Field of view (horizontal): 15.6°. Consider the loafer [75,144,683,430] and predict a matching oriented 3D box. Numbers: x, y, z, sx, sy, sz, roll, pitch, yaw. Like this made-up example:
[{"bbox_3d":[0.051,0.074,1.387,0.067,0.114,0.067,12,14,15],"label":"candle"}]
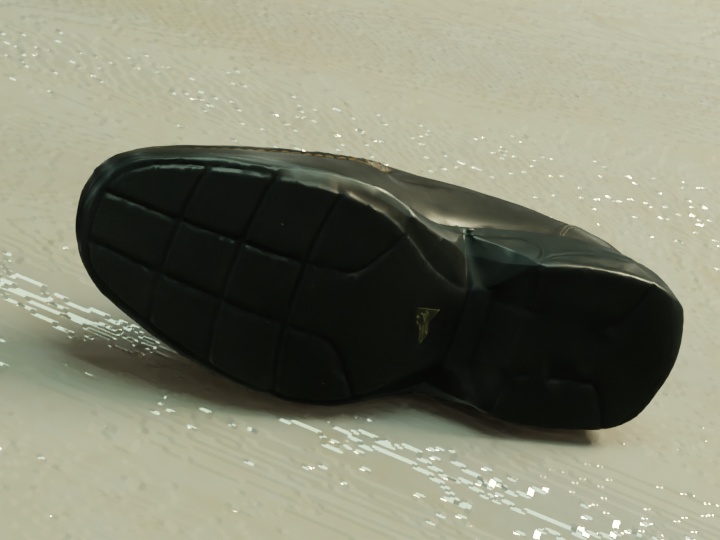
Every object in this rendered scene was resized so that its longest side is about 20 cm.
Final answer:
[{"bbox_3d":[0.000,0.000,0.809,0.200,0.073,0.072,17,17,-28],"label":"loafer"}]
